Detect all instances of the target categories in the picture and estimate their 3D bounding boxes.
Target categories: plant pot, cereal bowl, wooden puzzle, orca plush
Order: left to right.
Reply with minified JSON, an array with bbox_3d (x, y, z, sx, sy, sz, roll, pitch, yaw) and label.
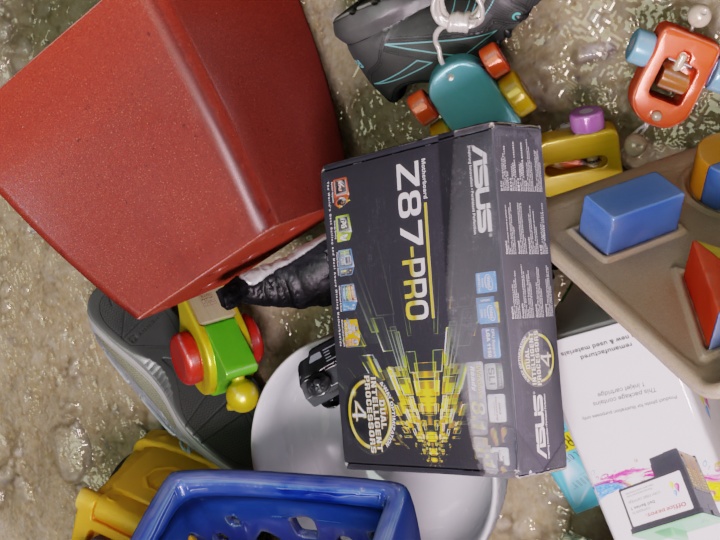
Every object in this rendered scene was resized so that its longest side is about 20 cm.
[{"bbox_3d":[-0.123,-0.082,0.848,0.200,0.200,0.177,-32,86,27],"label":"plant pot"},{"bbox_3d":[-0.056,0.270,0.817,0.199,0.200,0.180,-3,130,25],"label":"plant pot"},{"bbox_3d":[0.000,0.000,0.842,0.105,0.199,0.071,105,143,-59],"label":"orca plush"},{"bbox_3d":[0.022,0.135,0.901,0.199,0.083,0.201,6,105,23],"label":"cereal bowl"},{"bbox_3d":[0.209,-0.022,0.686,0.200,0.185,0.046,45,146,46],"label":"wooden puzzle"}]

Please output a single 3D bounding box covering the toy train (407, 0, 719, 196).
[{"bbox_3d":[0.133,-0.125,0.787,0.199,0.056,0.151,15,115,-4],"label":"toy train"}]

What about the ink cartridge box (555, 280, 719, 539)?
[{"bbox_3d":[0.198,0.098,0.763,0.084,0.145,0.201,-18,103,28],"label":"ink cartridge box"}]

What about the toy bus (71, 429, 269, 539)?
[{"bbox_3d":[-0.177,0.257,0.961,0.135,0.192,0.201,19,111,18],"label":"toy bus"}]

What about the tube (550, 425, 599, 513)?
[{"bbox_3d":[0.128,0.082,0.864,0.200,0.050,0.077,55,140,0],"label":"tube"}]

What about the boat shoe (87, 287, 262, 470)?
[{"bbox_3d":[-0.148,0.093,0.982,0.202,0.074,0.065,42,150,8],"label":"boat shoe"}]

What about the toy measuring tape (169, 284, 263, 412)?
[{"bbox_3d":[-0.129,0.033,0.948,0.074,0.073,0.200,-45,58,26],"label":"toy measuring tape"}]

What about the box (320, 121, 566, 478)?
[{"bbox_3d":[0.047,0.022,0.728,0.161,0.049,0.201,-7,86,49],"label":"box"}]

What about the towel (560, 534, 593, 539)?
[{"bbox_3d":[0.223,0.262,0.833,0.200,0.037,0.149,25,145,19],"label":"towel"}]

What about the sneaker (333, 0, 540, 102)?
[{"bbox_3d":[0.080,-0.177,0.819,0.200,0.075,0.079,-15,109,33],"label":"sneaker"}]

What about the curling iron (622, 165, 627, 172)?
[{"bbox_3d":[0.236,-0.013,0.798,0.200,0.026,0.050,45,147,19],"label":"curling iron"}]

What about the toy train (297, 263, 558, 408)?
[{"bbox_3d":[0.046,0.032,0.821,0.200,0.034,0.046,-28,56,4],"label":"toy train"}]
